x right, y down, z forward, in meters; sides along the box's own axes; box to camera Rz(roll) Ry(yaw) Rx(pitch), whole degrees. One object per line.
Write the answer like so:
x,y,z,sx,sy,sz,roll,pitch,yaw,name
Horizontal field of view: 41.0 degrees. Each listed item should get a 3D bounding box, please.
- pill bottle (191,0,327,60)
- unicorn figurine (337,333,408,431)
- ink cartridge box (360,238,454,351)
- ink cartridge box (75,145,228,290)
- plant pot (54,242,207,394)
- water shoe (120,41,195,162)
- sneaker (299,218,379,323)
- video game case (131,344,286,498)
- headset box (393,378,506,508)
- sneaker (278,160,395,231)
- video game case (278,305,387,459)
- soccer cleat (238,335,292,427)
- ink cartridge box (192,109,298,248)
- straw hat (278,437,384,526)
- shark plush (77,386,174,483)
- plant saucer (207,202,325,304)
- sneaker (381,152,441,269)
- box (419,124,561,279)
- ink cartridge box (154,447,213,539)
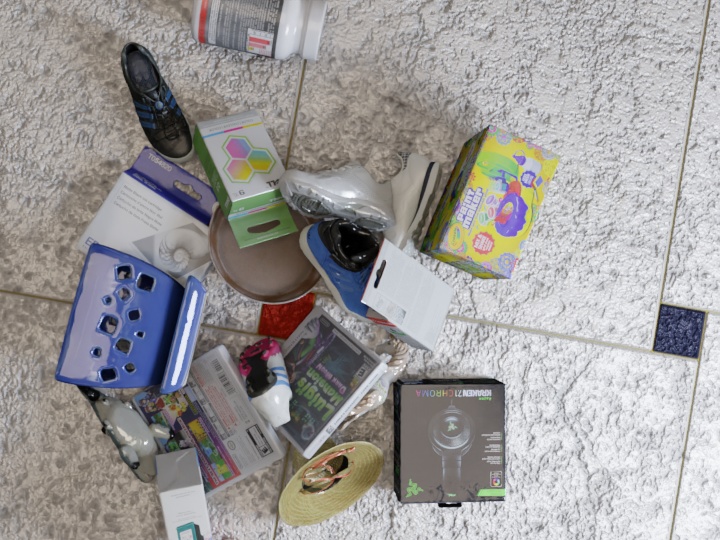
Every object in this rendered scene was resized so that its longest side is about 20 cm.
-0.158,-0.398,1.518,0.199,0.116,0.117,12,88,-4,pill bottle
0.017,0.178,1.526,0.137,0.200,0.074,-40,107,18,unicorn figurine
0.061,0.038,1.497,0.200,0.050,0.110,35,70,-44,ink cartridge box
-0.317,-0.067,1.538,0.199,0.041,0.201,32,87,-4,ink cartridge box
-0.328,0.081,1.421,0.179,0.200,0.201,13,85,-9,plant pot
-0.327,-0.262,1.520,0.071,0.079,0.201,-28,92,-4,water shoe
-0.001,0.001,1.507,0.200,0.111,0.077,52,57,-16,sneaker
-0.240,0.244,1.521,0.182,0.023,0.201,-30,92,16,video game case
0.141,0.277,1.545,0.173,0.093,0.201,1,90,-4,headset box
-0.036,-0.129,1.500,0.199,0.078,0.100,17,65,-28,sneaker
-0.073,0.167,1.491,0.182,0.200,0.023,-49,131,-3,video game case
-0.143,0.173,1.482,0.070,0.200,0.087,-26,110,3,soccer cleat
-0.175,-0.145,1.498,0.103,0.059,0.201,-18,72,-24,ink cartridge box
-0.063,0.305,1.520,0.201,0.201,0.085,-36,54,-4,straw hat
-0.390,0.250,1.511,0.200,0.083,0.091,39,49,-5,shark plush
-0.146,-0.042,1.532,0.199,0.032,0.202,5,75,-19,plant saucer
0.065,-0.092,1.562,0.080,0.076,0.201,20,84,9,sneaker
0.196,-0.100,1.504,0.121,0.193,0.201,23,88,-4,box
-0.264,0.390,1.476,0.067,0.116,0.201,-10,111,-12,ink cartridge box
